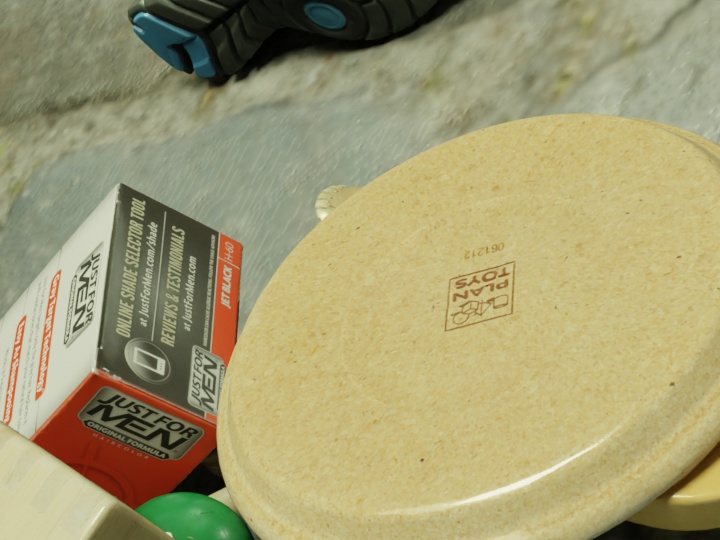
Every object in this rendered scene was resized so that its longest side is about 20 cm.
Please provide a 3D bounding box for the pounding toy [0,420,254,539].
[{"bbox_3d":[-0.092,0.133,0.768,0.142,0.184,0.200,25,78,46],"label":"pounding toy"}]

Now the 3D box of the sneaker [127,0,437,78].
[{"bbox_3d":[-0.028,-0.145,1.063,0.200,0.073,0.082,-6,51,49],"label":"sneaker"}]

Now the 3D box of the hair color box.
[{"bbox_3d":[-0.125,0.070,0.932,0.200,0.061,0.102,-46,28,36],"label":"hair color box"}]

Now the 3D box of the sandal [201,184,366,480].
[{"bbox_3d":[0.000,0.004,0.868,0.212,0.070,0.078,-34,35,27],"label":"sandal"}]

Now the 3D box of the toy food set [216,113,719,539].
[{"bbox_3d":[0.047,0.022,0.755,0.200,0.049,0.198,-26,37,7],"label":"toy food set"}]
